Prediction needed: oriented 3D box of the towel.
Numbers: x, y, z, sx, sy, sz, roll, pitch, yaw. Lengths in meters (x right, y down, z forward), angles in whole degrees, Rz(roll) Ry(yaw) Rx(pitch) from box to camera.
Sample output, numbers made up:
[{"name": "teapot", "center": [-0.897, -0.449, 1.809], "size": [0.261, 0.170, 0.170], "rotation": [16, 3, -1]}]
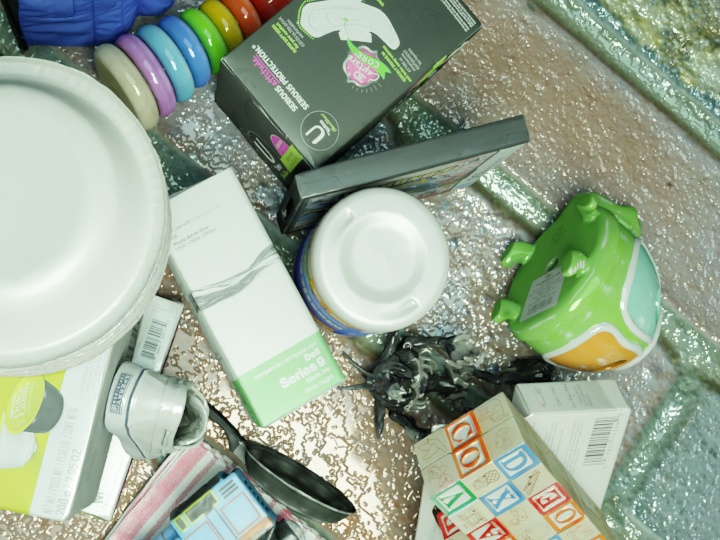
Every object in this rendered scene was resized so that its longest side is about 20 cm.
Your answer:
[{"name": "towel", "center": [-0.121, 0.263, 0.902], "size": [0.199, 0.030, 0.147], "rotation": [39, 80, -4]}]

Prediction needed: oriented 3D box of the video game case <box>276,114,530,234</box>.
[{"name": "video game case", "center": [0.030, -0.079, 0.884], "size": [0.198, 0.181, 0.026], "rotation": [-16, 86, -11]}]

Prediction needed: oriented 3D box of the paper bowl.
[{"name": "paper bowl", "center": [-0.221, -0.036, 0.640], "size": [0.198, 0.104, 0.204], "rotation": [2, 80, -10]}]

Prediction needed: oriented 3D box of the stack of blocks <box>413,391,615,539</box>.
[{"name": "stack of blocks", "center": [0.123, 0.202, 0.829], "size": [0.115, 0.059, 0.200], "rotation": [-33, 126, 11]}]

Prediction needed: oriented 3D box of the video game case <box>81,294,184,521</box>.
[{"name": "video game case", "center": [-0.272, 0.096, 0.888], "size": [0.179, 0.036, 0.202], "rotation": [18, 81, -8]}]

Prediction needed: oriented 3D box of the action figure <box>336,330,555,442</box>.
[{"name": "action figure", "center": [0.081, 0.110, 0.917], "size": [0.197, 0.102, 0.121], "rotation": [7, 95, -11]}]

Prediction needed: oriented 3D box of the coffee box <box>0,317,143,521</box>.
[{"name": "coffee box", "center": [-0.283, 0.065, 0.769], "size": [0.195, 0.200, 0.202], "rotation": [14, 80, -7]}]

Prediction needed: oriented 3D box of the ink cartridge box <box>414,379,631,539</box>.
[{"name": "ink cartridge box", "center": [0.131, 0.188, 0.886], "size": [0.174, 0.045, 0.202], "rotation": [-2, 125, -11]}]

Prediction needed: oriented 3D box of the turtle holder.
[{"name": "turtle holder", "center": [0.211, 0.014, 0.943], "size": [0.131, 0.186, 0.141], "rotation": [37, 113, -15]}]

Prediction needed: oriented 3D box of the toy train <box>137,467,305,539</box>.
[{"name": "toy train", "center": [-0.143, 0.263, 0.848], "size": [0.199, 0.087, 0.115], "rotation": [-39, 84, -6]}]

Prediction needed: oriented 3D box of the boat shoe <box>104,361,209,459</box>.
[{"name": "boat shoe", "center": [-0.156, 0.123, 0.819], "size": [0.065, 0.200, 0.075], "rotation": [13, 79, 2]}]

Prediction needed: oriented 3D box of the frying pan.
[{"name": "frying pan", "center": [-0.087, 0.167, 0.875], "size": [0.189, 0.115, 0.031], "rotation": [31, 89, -5]}]

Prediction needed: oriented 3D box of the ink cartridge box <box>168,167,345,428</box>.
[{"name": "ink cartridge box", "center": [-0.102, 0.026, 0.868], "size": [0.083, 0.146, 0.202], "rotation": [-28, 90, -11]}]

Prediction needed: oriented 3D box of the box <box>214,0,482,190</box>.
[{"name": "box", "center": [-0.017, -0.184, 0.903], "size": [0.200, 0.148, 0.125], "rotation": [-41, 94, -12]}]

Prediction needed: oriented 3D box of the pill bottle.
[{"name": "pill bottle", "center": [0.000, 0.000, 0.862], "size": [0.111, 0.200, 0.114], "rotation": [1, 84, -10]}]

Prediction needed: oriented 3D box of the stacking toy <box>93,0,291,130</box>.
[{"name": "stacking toy", "center": [-0.142, -0.216, 0.925], "size": [0.199, 0.085, 0.086], "rotation": [-38, 92, -17]}]

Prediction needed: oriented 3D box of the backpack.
[{"name": "backpack", "center": [-0.234, -0.297, 0.850], "size": [0.166, 0.200, 0.165], "rotation": [-10, 85, -10]}]
